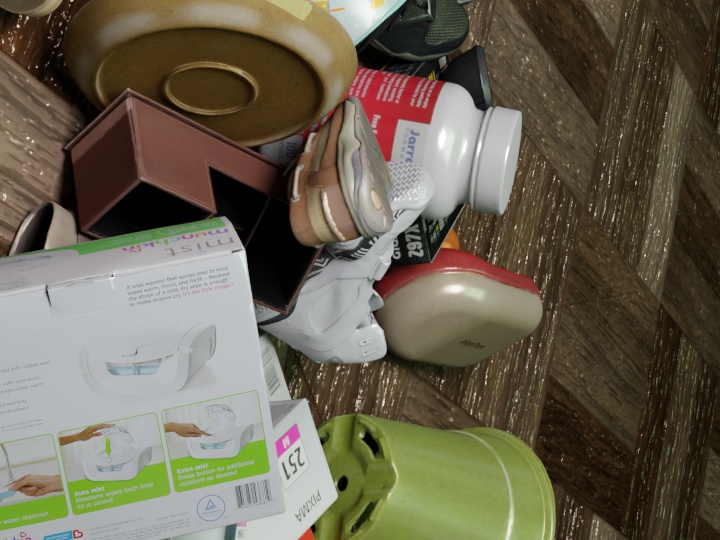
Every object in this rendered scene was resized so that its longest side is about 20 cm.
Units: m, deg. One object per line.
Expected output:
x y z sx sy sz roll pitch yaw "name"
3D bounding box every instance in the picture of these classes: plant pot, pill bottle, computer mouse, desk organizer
0.038 0.210 1.311 0.190 0.199 0.201 28 68 -43 "plant pot"
0.025 -0.103 1.199 0.112 0.199 0.113 10 90 -79 "pill bottle"
0.108 -0.132 1.403 0.200 0.046 0.141 3 78 -84 "computer mouse"
-0.106 -0.043 1.050 0.200 0.072 0.077 24 40 -42 "desk organizer"
-0.101 -0.132 1.002 0.200 0.199 0.028 40 44 -53 "plant pot"

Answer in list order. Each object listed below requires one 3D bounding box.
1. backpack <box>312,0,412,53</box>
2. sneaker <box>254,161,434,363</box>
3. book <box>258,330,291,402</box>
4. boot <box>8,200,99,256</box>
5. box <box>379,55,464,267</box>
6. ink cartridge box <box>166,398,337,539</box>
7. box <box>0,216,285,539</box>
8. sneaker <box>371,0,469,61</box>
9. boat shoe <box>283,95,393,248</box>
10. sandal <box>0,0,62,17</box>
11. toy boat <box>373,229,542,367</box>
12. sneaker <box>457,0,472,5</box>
-0.053 -0.213 1.079 0.154 0.199 0.176 57 45 -23 "backpack"
0.000 0.000 1.168 0.115 0.200 0.075 40 27 -30 "sneaker"
-0.112 0.155 1.163 0.200 0.048 0.134 -48 129 -49 "book"
-0.175 0.004 1.029 0.146 0.070 0.201 49 39 -35 "boot"
0.052 -0.112 1.364 0.200 0.049 0.160 -57 137 -63 "box"
-0.080 0.220 1.128 0.200 0.043 0.174 -40 116 -53 "ink cartridge box"
-0.160 0.075 0.913 0.097 0.199 0.177 -130 -150 -71 "box"
0.041 -0.241 1.270 0.199 0.114 0.077 22 66 -39 "sneaker"
-0.021 -0.070 1.052 0.200 0.072 0.076 -86 154 -72 "boat shoe"
-0.202 -0.271 0.967 0.070 0.077 0.213 -16 113 -79 "sandal"
0.083 0.012 1.435 0.200 0.130 0.131 17 48 -59 "toy boat"
0.037 -0.293 1.344 0.200 0.078 0.070 25 71 -58 "sneaker"
